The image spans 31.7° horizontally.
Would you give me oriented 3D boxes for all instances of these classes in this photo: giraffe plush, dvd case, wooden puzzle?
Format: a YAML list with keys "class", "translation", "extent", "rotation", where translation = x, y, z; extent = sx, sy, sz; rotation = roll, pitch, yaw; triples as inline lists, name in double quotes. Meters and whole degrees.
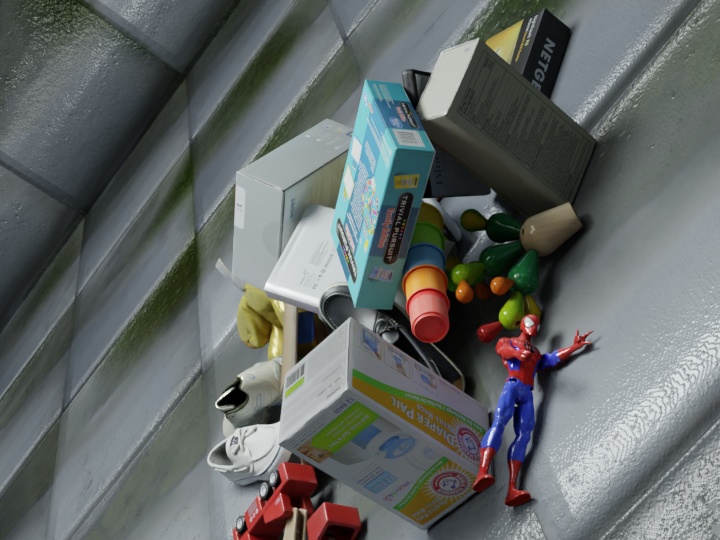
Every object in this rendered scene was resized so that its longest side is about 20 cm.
- class: "giraffe plush"
  translation: [-0.083, 0.028, 1.779]
  extent: [0.162, 0.201, 0.172]
  rotation: [-35, 2, -35]
- class: "dvd case"
  translation: [0.104, -0.158, 1.494]
  extent: [0.017, 0.199, 0.145]
  rotation: [-7, 91, 26]
- class: "wooden puzzle"
  translation: [-0.065, 0.148, 1.594]
  extent: [0.046, 0.202, 0.186]
  rotation: [-6, 36, 2]

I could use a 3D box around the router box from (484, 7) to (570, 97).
- class: "router box"
  translation: [0.182, -0.227, 1.665]
  extent: [0.157, 0.052, 0.202]
  rotation: [-20, 43, 55]

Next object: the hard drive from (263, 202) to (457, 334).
- class: "hard drive"
  translation: [0.000, 0.000, 1.506]
  extent: [0.198, 0.027, 0.133]
  rotation: [16, 63, 25]

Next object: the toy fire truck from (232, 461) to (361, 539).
- class: "toy fire truck"
  translation: [-0.081, 0.309, 1.503]
  extent: [0.201, 0.048, 0.142]
  rotation: [-55, 36, 31]

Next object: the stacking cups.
- class: "stacking cups"
  translation: [0.067, 0.006, 1.394]
  extent: [0.060, 0.060, 0.201]
  rotation: [-44, 26, 28]

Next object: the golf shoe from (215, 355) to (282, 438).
- class: "golf shoe"
  translation: [-0.166, 0.182, 1.753]
  extent: [0.200, 0.096, 0.079]
  rotation: [-53, 51, 45]

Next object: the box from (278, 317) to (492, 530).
- class: "box"
  translation: [0.029, 0.159, 1.295]
  extent: [0.112, 0.199, 0.102]
  rotation: [-40, 29, 30]

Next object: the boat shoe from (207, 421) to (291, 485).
- class: "boat shoe"
  translation: [-0.149, 0.243, 1.696]
  extent: [0.200, 0.065, 0.074]
  rotation: [-40, 32, 52]

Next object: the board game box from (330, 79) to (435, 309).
- class: "board game box"
  translation: [0.021, -0.084, 1.400]
  extent: [0.152, 0.046, 0.202]
  rotation: [-109, 28, -52]

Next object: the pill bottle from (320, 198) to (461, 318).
- class: "pill bottle"
  translation: [0.023, -0.014, 1.595]
  extent: [0.200, 0.112, 0.112]
  rotation: [-45, 23, -1]

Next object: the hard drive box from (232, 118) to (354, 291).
- class: "hard drive box"
  translation: [-0.075, -0.085, 1.649]
  extent: [0.200, 0.076, 0.158]
  rotation: [-37, -37, -48]

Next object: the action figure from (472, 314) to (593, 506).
- class: "action figure"
  translation: [0.168, 0.118, 1.241]
  extent: [0.099, 0.065, 0.202]
  rotation: [-43, 26, 49]

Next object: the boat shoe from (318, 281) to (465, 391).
- class: "boat shoe"
  translation: [0.029, 0.083, 1.411]
  extent: [0.075, 0.199, 0.062]
  rotation: [-57, -19, 23]

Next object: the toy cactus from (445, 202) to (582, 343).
- class: "toy cactus"
  translation: [0.171, -0.012, 1.398]
  extent: [0.164, 0.103, 0.201]
  rotation: [-30, 27, 13]

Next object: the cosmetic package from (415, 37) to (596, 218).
- class: "cosmetic package"
  translation: [0.162, -0.154, 1.421]
  extent: [0.073, 0.199, 0.104]
  rotation: [-7, 52, 57]
